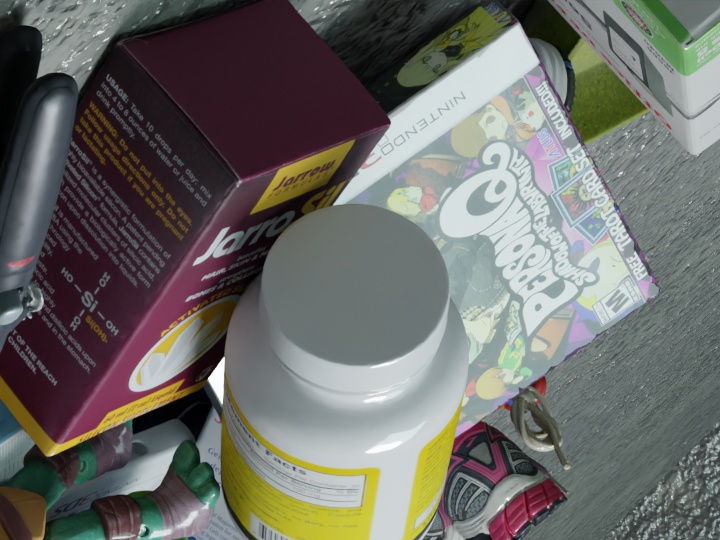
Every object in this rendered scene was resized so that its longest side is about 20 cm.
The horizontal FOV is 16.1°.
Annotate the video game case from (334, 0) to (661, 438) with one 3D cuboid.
[{"bbox_3d":[0.039,-0.010,1.289,0.181,0.036,0.200,-35,128,-4],"label":"video game case"}]

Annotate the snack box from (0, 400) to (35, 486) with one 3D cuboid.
[{"bbox_3d":[-0.216,0.126,1.353,0.116,0.037,0.200,-36,165,-23],"label":"snack box"}]

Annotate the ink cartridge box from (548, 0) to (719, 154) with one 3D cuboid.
[{"bbox_3d":[0.142,-0.153,1.229,0.084,0.146,0.200,-40,165,-1],"label":"ink cartridge box"}]

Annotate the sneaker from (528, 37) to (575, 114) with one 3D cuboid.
[{"bbox_3d":[0.025,-0.059,1.385,0.077,0.076,0.200,21,118,-43],"label":"sneaker"}]

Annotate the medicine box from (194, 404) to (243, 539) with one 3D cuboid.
[{"bbox_3d":[-0.018,0.095,1.507,0.182,0.103,0.200,-42,161,-56],"label":"medicine box"}]

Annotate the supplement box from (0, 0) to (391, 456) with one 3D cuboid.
[{"bbox_3d":[-0.089,-0.020,1.154,0.110,0.086,0.200,-24,158,-48],"label":"supplement box"}]

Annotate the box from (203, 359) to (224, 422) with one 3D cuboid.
[{"bbox_3d":[0.000,0.000,1.323,0.200,0.041,0.156,-31,128,-9],"label":"box"}]

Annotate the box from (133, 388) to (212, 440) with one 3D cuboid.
[{"bbox_3d":[-0.115,0.112,1.580,0.121,0.032,0.200,-45,167,10],"label":"box"}]

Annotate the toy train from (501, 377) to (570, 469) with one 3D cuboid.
[{"bbox_3d":[0.055,0.085,1.647,0.116,0.200,0.085,-35,133,14],"label":"toy train"}]

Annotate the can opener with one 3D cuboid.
[{"bbox_3d":[-0.153,-0.019,1.041,0.079,0.063,0.200,-27,161,-41],"label":"can opener"}]

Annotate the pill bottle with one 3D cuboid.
[{"bbox_3d":[-0.008,0.056,1.170,0.111,0.111,0.200,-35,159,-22],"label":"pill bottle"}]

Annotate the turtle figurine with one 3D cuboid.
[{"bbox_3d":[-0.172,0.115,1.203,0.200,0.150,0.101,-18,150,-44],"label":"turtle figurine"}]

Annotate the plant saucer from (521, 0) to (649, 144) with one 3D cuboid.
[{"bbox_3d":[0.148,-0.143,1.470,0.200,0.048,0.200,-28,161,-42],"label":"plant saucer"}]

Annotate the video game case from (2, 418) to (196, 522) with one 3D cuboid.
[{"bbox_3d":[-0.197,0.172,1.418,0.200,0.024,0.182,-50,165,26],"label":"video game case"}]

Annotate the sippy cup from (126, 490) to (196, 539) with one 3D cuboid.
[{"bbox_3d":[-0.124,0.199,1.335,0.178,0.130,0.140,-38,123,19],"label":"sippy cup"}]

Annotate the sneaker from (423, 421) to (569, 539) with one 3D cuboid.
[{"bbox_3d":[0.069,0.132,1.549,0.081,0.075,0.200,-37,177,-17],"label":"sneaker"}]
